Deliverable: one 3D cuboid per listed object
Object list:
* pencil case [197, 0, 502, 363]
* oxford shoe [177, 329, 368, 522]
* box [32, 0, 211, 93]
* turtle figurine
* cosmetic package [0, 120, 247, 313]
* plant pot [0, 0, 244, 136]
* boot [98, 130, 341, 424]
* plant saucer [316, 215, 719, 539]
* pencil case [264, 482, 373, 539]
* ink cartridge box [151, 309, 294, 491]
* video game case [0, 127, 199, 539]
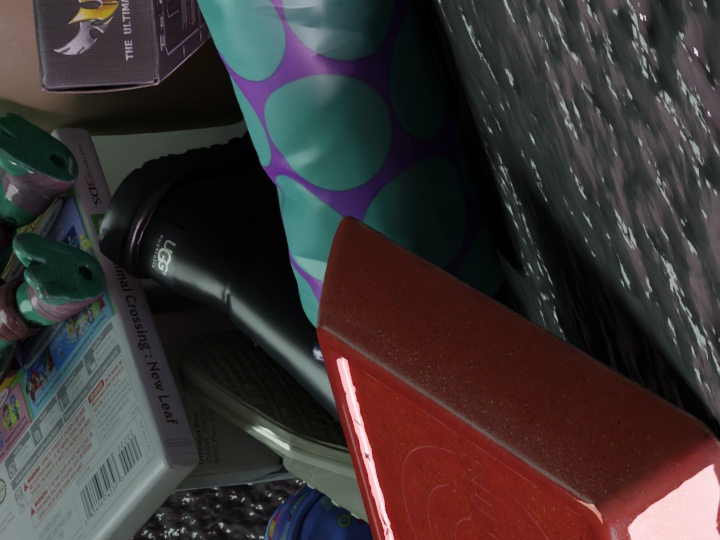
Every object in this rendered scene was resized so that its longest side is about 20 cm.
[{"bbox_3d":[-0.012,-0.063,0.860,0.092,0.085,0.201,7,132,33],"label":"pencil case"},{"bbox_3d":[0.003,0.086,1.002,0.075,0.199,0.058,-49,-21,-53],"label":"oxford shoe"},{"bbox_3d":[-0.100,-0.183,0.898,0.158,0.048,0.201,-75,-18,-76],"label":"box"},{"bbox_3d":[-0.202,0.025,1.033,0.100,0.200,0.150,-6,-118,-55],"label":"turtle figurine"},{"bbox_3d":[-0.094,-0.037,1.175,0.081,0.199,0.113,85,165,-73],"label":"cosmetic package"},{"bbox_3d":[-0.139,-0.140,1.069,0.187,0.199,0.188,-31,52,51],"label":"plant pot"},{"bbox_3d":[0.000,0.000,1.017,0.168,0.200,0.077,34,119,22],"label":"boot"},{"bbox_3d":[0.057,0.101,0.773,0.200,0.037,0.200,32,145,48],"label":"plant saucer"},{"bbox_3d":[-0.005,0.147,1.140,0.087,0.078,0.200,38,171,1],"label":"pencil case"},{"bbox_3d":[-0.067,0.067,1.133,0.144,0.199,0.085,-15,80,52],"label":"ink cartridge box"},{"bbox_3d":[-0.153,0.063,1.067,0.200,0.022,0.183,-49,53,42],"label":"video game case"}]
